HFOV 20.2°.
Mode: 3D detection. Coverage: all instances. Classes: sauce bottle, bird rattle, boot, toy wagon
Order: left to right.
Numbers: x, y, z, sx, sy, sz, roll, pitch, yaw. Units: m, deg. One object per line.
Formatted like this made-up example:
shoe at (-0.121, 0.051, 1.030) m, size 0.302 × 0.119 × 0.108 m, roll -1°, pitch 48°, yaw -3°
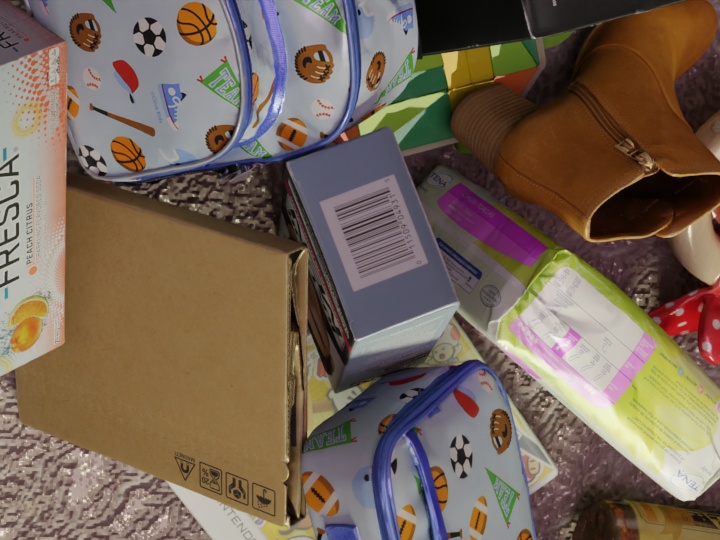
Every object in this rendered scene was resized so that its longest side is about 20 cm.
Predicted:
toy wagon at (0.048, -0.140, 1.164) m, size 0.199 × 0.040 × 0.156 m, roll -15°, pitch 111°, yaw -10°
boot at (0.165, -0.081, 1.136) m, size 0.201 × 0.144 × 0.071 m, roll -26°, pitch 133°, yaw -25°
sauce bottle at (0.235, 0.189, 1.307) m, size 0.199 × 0.066 × 0.066 m, roll 11°, pitch 104°, yaw -24°
bird rattle at (0.240, -0.038, 1.213) m, size 0.200 × 0.113 × 0.163 m, roll -36°, pitch 129°, yaw 10°

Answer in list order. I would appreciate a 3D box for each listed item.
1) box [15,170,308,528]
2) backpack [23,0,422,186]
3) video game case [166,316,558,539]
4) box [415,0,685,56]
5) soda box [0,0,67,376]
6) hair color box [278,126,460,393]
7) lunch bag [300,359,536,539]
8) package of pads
box at (-0.113, 0.037, 1.103) m, size 0.021 × 0.199 × 0.164 m, roll -28°, pitch 127°, yaw -48°
backpack at (-0.071, -0.137, 1.041) m, size 0.190 × 0.154 × 0.201 m, roll -9°, pitch 112°, yaw 28°
video game case at (-0.003, 0.115, 1.242) m, size 0.200 × 0.023 × 0.182 m, roll -36°, pitch 113°, yaw -2°
box at (0.130, -0.198, 1.080) m, size 0.199 × 0.148 × 0.125 m, roll -16°, pitch 98°, yaw -22°
soda box at (-0.198, -0.039, 1.056) m, size 0.068 × 0.063 × 0.201 m, roll -28°, pitch 138°, yaw -38°
hair color box at (0.000, 0.000, 1.098) m, size 0.060 × 0.200 × 0.099 m, roll -20°, pitch 81°, yaw -7°
lunch bag at (0.038, 0.160, 1.113) m, size 0.075 × 0.160 × 0.201 m, roll -6°, pitch 106°, yaw 30°
package of pads at (0.122, 0.037, 1.162) m, size 0.068 × 0.154 × 0.200 m, roll -50°, pitch 123°, yaw 1°
